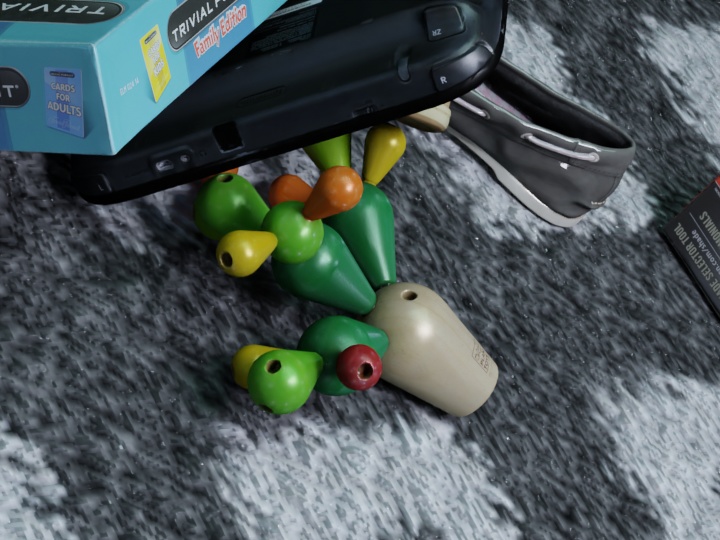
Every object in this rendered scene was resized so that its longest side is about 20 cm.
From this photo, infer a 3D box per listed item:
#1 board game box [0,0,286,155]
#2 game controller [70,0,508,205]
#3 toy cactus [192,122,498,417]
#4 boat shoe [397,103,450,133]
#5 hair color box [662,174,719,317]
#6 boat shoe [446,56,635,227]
[{"bbox_3d":[-0.126,-0.110,0.935,0.151,0.047,0.200,3,27,22],"label":"board game box"},{"bbox_3d":[-0.031,-0.085,0.968,0.104,0.199,0.042,-72,142,-57],"label":"game controller"},{"bbox_3d":[0.000,0.000,0.999,0.165,0.102,0.200,39,23,-25],"label":"toy cactus"},{"bbox_3d":[-0.007,-0.119,1.054,0.071,0.065,0.200,21,12,-30],"label":"boat shoe"},{"bbox_3d":[0.271,-0.008,1.289,0.200,0.061,0.102,-8,60,-48],"label":"hair color box"},{"bbox_3d":[0.055,-0.102,1.177,0.200,0.057,0.067,36,35,-11],"label":"boat shoe"}]
